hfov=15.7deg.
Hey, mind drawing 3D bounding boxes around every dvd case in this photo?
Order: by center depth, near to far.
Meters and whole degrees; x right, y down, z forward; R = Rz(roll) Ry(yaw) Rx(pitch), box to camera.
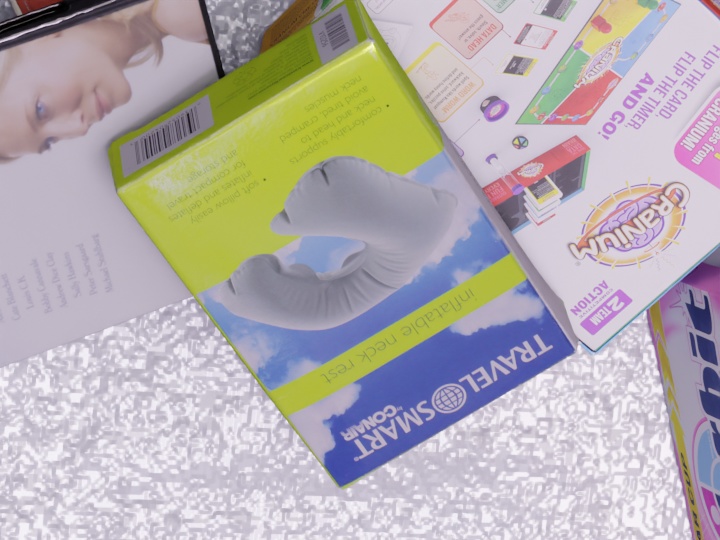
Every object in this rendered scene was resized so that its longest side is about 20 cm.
[{"bbox_3d":[-0.143,-0.029,1.053,0.200,0.018,0.143,-20,122,-11],"label":"dvd case"}]

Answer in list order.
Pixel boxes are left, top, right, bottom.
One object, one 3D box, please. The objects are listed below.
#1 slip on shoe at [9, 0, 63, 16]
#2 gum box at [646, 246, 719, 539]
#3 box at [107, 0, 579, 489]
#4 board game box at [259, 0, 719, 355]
[{"bbox_3d":[-0.112,-0.148,1.048,0.074,0.061,0.200,-21,109,-16],"label":"slip on shoe"},{"bbox_3d":[0.188,0.081,1.146,0.066,0.113,0.200,-16,102,-15],"label":"gum box"},{"bbox_3d":[0.000,0.000,1.072,0.122,0.048,0.200,-31,121,9],"label":"box"},{"bbox_3d":[0.081,-0.078,1.095,0.200,0.040,0.153,40,113,-18],"label":"board game box"}]
